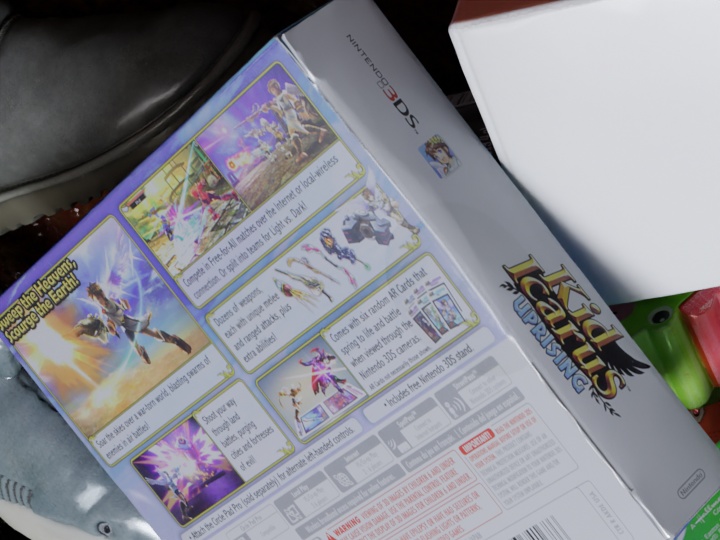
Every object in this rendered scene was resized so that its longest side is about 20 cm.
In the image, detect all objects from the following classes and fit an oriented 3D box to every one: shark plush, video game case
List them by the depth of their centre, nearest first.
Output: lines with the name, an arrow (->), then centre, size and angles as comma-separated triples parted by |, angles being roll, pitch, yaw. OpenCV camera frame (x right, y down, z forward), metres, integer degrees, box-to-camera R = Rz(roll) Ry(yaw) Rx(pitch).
video game case -> -0.008, 0.035, 0.783 | 0.181, 0.045, 0.200 | 51, 138, -2
shark plush -> -0.132, 0.023, 0.906 | 0.201, 0.091, 0.083 | 63, 150, 0

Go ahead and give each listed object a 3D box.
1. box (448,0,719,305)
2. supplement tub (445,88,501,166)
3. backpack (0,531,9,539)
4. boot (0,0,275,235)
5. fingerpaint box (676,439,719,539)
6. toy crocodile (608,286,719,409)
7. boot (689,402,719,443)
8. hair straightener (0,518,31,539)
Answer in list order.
box -> 0.146, -0.088, 0.749 | 0.199, 0.152, 0.107 | -11, 124, 21
supplement tub -> 0.000, 0.000, 0.883 | 0.199, 0.107, 0.107 | -13, 123, 22
backpack -> -0.205, 0.165, 1.006 | 0.154, 0.200, 0.190 | 40, 169, -13
boot -> -0.151, -0.110, 0.867 | 0.181, 0.073, 0.200 | -24, 112, 29
fingerpaint box -> 0.176, 0.097, 0.792 | 0.200, 0.073, 0.167 | -47, 135, 7
toy crocodile -> 0.132, -0.009, 0.809 | 0.062, 0.200, 0.068 | 21, 142, 50
boot -> 0.162, 0.053, 0.890 | 0.107, 0.075, 0.200 | 43, 137, 26
hair straightener -> -0.138, 0.090, 1.041 | 0.077, 0.041, 0.200 | -3, 137, 49
